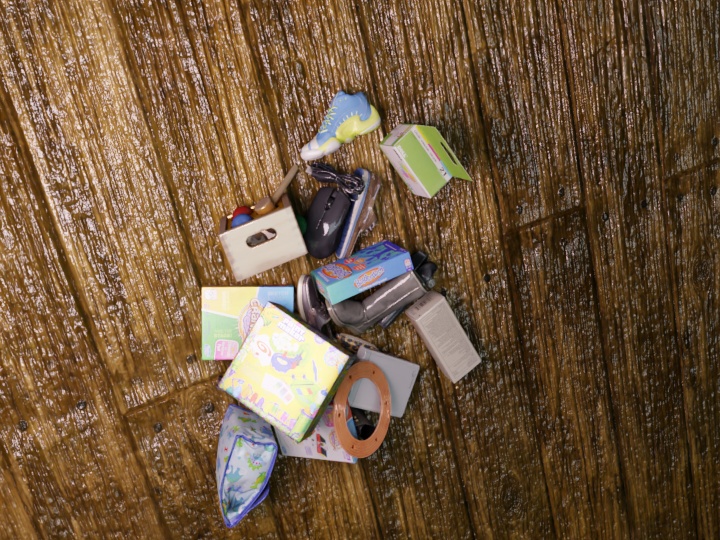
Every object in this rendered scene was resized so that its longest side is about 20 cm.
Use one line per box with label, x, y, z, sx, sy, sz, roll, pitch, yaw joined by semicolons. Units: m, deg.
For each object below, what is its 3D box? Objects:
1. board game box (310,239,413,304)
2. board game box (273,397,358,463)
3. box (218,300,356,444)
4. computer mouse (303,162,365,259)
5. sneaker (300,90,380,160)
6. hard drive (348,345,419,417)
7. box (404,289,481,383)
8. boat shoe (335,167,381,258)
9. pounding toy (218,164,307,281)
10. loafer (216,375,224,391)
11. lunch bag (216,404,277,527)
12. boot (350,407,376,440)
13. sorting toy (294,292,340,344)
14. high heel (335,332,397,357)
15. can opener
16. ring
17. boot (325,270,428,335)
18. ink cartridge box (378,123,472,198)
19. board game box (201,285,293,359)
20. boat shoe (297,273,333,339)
board game box;0.000;0.000;1.476;0.196;0.152;0.046;-24;108;-13
board game box;-0.106;0.350;1.504;0.195;0.040;0.157;-1;114;28
box;-0.143;0.201;1.346;0.197;0.122;0.196;32;88;10
computer mouse;-0.079;-0.121;1.450;0.135;0.053;0.205;21;105;16
sneaker;-0.057;-0.317;1.435;0.197;0.075;0.107;-30;98;-18
hard drive;0.049;0.262;1.555;0.198;0.026;0.135;23;88;-44
box;0.201;0.160;1.620;0.094;0.078;0.203;-35;111;-8
boat shoe;0.000;-0.119;1.492;0.071;0.072;0.205;13;101;-28
pounding toy;-0.190;-0.104;1.384;0.195;0.184;0.146;-22;109;-4
loafer;-0.221;0.240;1.482;0.193;0.072;0.065;5;94;3
lunch bag;-0.263;0.429;1.472;0.125;0.170;0.205;20;95;-18
boot;-0.050;0.315;1.524;0.197;0.138;0.079;25;97;-30
sorting toy;-0.164;0.170;1.519;0.185;0.036;0.201;-44;112;-5
high heel;-0.004;0.237;1.568;0.197;0.071;0.145;30;85;-31
can opener;0.110;0.054;1.584;0.202;0.078;0.063;-55;151;3
ring;0.002;0.301;1.458;0.198;0.019;0.207;8;80;-51
boot;0.039;0.059;1.486;0.197;0.074;0.181;-28;153;19
ink cartridge box;0.136;-0.234;1.443;0.076;0.200;0.149;-41;111;-5
board game box;-0.242;0.110;1.442;0.194;0.040;0.158;0;94;-10
boat shoe;-0.092;0.105;1.472;0.063;0.072;0.206;-4;104;19
